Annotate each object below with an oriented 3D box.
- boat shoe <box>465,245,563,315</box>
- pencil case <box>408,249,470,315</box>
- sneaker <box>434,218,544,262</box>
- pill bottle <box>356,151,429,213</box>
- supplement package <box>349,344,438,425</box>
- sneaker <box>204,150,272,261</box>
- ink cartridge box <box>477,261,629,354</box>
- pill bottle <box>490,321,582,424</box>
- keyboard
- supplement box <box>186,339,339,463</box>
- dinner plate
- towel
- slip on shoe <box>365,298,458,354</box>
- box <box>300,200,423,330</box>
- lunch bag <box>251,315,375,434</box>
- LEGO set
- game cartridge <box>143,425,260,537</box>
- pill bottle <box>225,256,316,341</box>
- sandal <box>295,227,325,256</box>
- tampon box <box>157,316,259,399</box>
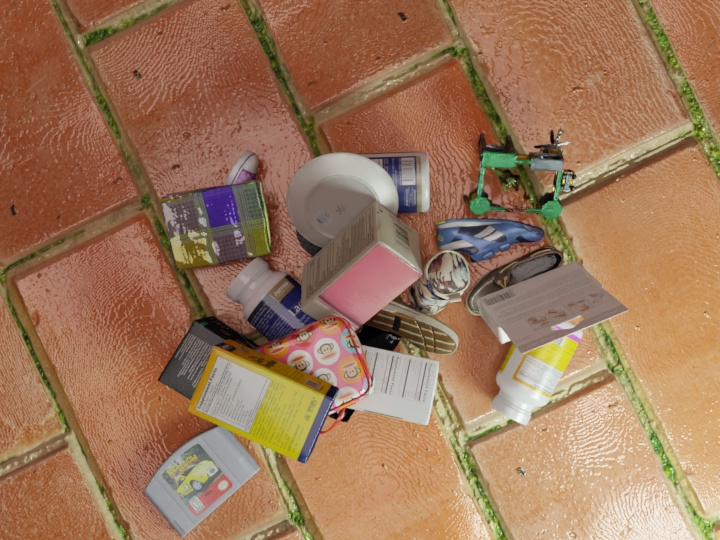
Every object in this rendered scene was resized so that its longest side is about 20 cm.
[{"bbox_3d":[0.284,0.019,1.443,0.200,0.060,0.072,-30,88,2],"label":"boat shoe"},{"bbox_3d":[0.137,0.028,1.388,0.078,0.200,0.090,3,77,-5],"label":"pencil case"},{"bbox_3d":[0.237,-0.055,1.443,0.200,0.074,0.082,1,91,10],"label":"sneaker"},{"bbox_3d":[0.025,-0.159,1.432,0.200,0.111,0.111,-1,90,3],"label":"pill bottle"},{"bbox_3d":[0.032,0.199,1.389,0.200,0.114,0.110,11,78,9],"label":"supplement package"},{"bbox_3d":[-0.203,-0.115,1.459,0.114,0.073,0.201,23,102,10],"label":"sneaker"},{"bbox_3d":[0.327,0.073,1.343,0.200,0.176,0.045,-21,124,-7],"label":"ink cartridge box"},{"bbox_3d":[0.314,0.174,1.419,0.104,0.104,0.200,28,91,2],"label":"pill bottle"},{"bbox_3d":[0.006,0.196,1.471,0.104,0.040,0.200,33,83,11],"label":"keyboard"},{"bbox_3d":[-0.148,0.199,1.215,0.200,0.110,0.109,24,92,3],"label":"supplement box"},{"bbox_3d":[-0.032,-0.114,1.383,0.200,0.024,0.200,1,124,2],"label":"dinner plate"},{"bbox_3d":[-0.265,-0.082,1.429,0.200,0.023,0.144,-8,96,12],"label":"towel"},{"bbox_3d":[0.090,0.092,1.450,0.200,0.061,0.076,19,131,7],"label":"slip on shoe"},{"bbox_3d":[0.000,0.000,1.371,0.109,0.128,0.200,35,120,-25],"label":"box"},{"bbox_3d":[-0.082,0.183,1.301,0.200,0.082,0.176,-22,84,1],"label":"lunch bag"},{"bbox_3d":[0.286,-0.179,1.439,0.200,0.116,0.154,-3,119,6],"label":"LEGO set"},{"bbox_3d":[-0.306,0.391,1.481,0.200,0.041,0.133,-42,84,2],"label":"game cartridge"},{"bbox_3d":[-0.143,0.074,1.435,0.200,0.116,0.116,41,91,2],"label":"pill bottle"},{"bbox_3d":[-0.037,-0.041,1.473,0.200,0.045,0.075,31,97,-12],"label":"sandal"},{"bbox_3d":[-0.234,0.190,1.420,0.200,0.150,0.126,32,90,2],"label":"tampon box"}]
